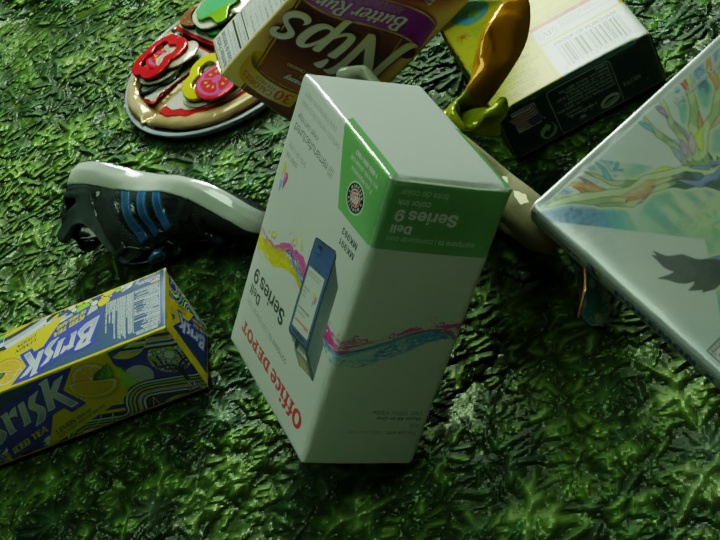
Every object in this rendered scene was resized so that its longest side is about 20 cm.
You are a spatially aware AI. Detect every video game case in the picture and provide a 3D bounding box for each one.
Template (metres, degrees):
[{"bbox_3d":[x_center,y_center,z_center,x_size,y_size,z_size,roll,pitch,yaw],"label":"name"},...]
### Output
[{"bbox_3d":[0.236,-0.041,0.942,0.200,0.022,0.182,-42,69,-12],"label":"video game case"}]

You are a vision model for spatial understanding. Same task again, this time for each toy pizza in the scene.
[{"bbox_3d":[-0.124,-0.195,1.379,0.199,0.032,0.201,-17,42,16],"label":"toy pizza"}]

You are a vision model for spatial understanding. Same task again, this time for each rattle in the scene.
[{"bbox_3d":[0.127,-0.072,1.021,0.143,0.130,0.200,-39,42,-11],"label":"rattle"}]

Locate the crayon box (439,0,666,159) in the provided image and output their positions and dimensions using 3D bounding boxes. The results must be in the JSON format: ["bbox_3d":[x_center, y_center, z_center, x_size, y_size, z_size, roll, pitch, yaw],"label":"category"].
[{"bbox_3d":[0.134,-0.183,1.191,0.127,0.051,0.200,-28,41,5],"label":"crayon box"}]

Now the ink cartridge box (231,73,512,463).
[{"bbox_3d":[0.000,0.000,0.971,0.087,0.201,0.145,2,30,-26],"label":"ink cartridge box"}]

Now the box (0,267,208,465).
[{"bbox_3d":[-0.213,0.075,1.126,0.199,0.070,0.064,-21,40,12],"label":"box"}]

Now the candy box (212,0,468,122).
[{"bbox_3d":[-0.005,-0.202,1.197,0.200,0.116,0.057,-44,36,22],"label":"candy box"}]

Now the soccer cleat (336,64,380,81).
[{"bbox_3d":[-0.023,-0.066,1.141,0.070,0.086,0.201,-4,47,28],"label":"soccer cleat"}]

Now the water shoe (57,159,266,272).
[{"bbox_3d":[-0.154,-0.033,1.221,0.199,0.071,0.079,12,83,38],"label":"water shoe"}]
